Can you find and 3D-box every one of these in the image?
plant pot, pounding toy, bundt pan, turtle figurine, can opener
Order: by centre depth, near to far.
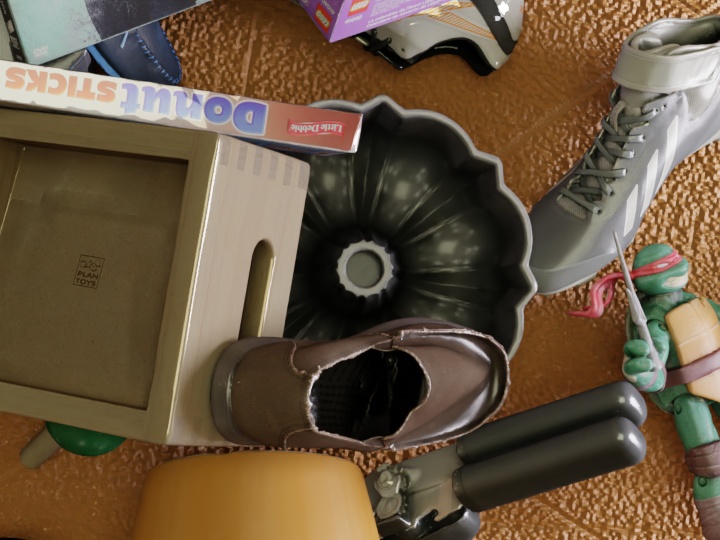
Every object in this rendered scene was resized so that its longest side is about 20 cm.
[{"bbox_3d":[-0.135,0.025,0.944,0.184,0.142,0.200,8,88,27],"label":"pounding toy"},{"bbox_3d":[-0.059,0.202,0.967,0.200,0.200,0.183,-1,72,-5],"label":"plant pot"},{"bbox_3d":[0.080,0.119,1.004,0.200,0.053,0.066,-26,128,31],"label":"can opener"},{"bbox_3d":[0.000,0.000,1.026,0.202,0.076,0.202,0,88,-4],"label":"bundt pan"},{"bbox_3d":[0.208,0.052,1.028,0.150,0.101,0.200,-26,99,-22],"label":"turtle figurine"}]

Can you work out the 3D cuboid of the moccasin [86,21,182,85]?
[{"bbox_3d":[-0.147,-0.182,0.982,0.068,0.080,0.200,-26,129,8],"label":"moccasin"}]

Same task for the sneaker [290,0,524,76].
[{"bbox_3d":[0.006,-0.165,1.037,0.200,0.074,0.080,8,89,-4],"label":"sneaker"}]

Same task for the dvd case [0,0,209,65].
[{"bbox_3d":[-0.141,-0.223,0.913,0.146,0.022,0.200,-23,119,-20],"label":"dvd case"}]

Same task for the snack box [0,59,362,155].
[{"bbox_3d":[-0.104,-0.087,0.933,0.200,0.072,0.024,7,90,-14],"label":"snack box"}]

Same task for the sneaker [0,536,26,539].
[{"bbox_3d":[-0.267,0.222,1.008,0.200,0.074,0.088,-19,103,4],"label":"sneaker"}]

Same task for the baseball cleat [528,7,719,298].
[{"bbox_3d":[0.153,-0.079,1.030,0.200,0.106,0.070,-47,48,-12],"label":"baseball cleat"}]

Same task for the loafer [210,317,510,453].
[{"bbox_3d":[0.015,0.068,0.910,0.200,0.071,0.073,-6,99,-44],"label":"loafer"}]

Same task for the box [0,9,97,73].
[{"bbox_3d":[-0.266,-0.143,0.997,0.200,0.106,0.122,42,85,-2],"label":"box"}]

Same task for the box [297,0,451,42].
[{"bbox_3d":[0.030,-0.218,0.997,0.200,0.039,0.137,-23,65,-29],"label":"box"}]
